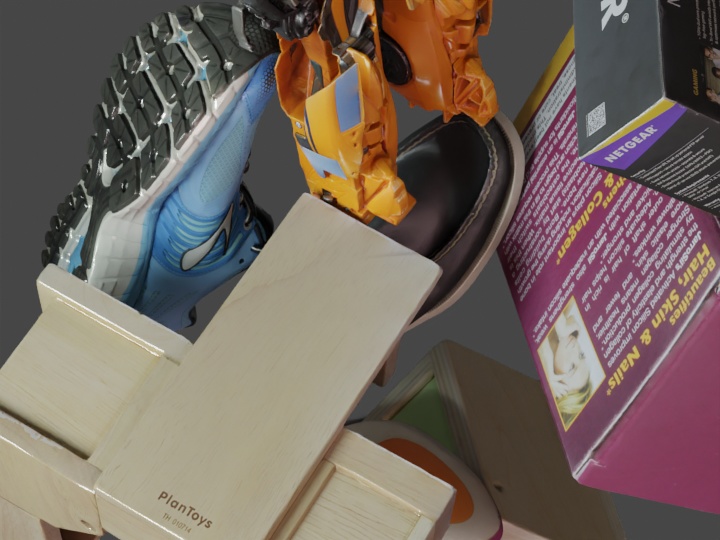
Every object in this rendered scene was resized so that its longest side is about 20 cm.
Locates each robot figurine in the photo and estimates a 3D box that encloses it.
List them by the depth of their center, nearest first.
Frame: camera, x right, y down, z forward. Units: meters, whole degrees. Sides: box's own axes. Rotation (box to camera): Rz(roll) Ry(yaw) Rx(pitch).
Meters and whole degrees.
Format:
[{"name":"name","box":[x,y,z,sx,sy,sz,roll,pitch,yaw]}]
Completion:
[{"name":"robot figurine","box":[0.010,-0.120,0.783,0.145,0.058,0.201,-49,151,-28]}]

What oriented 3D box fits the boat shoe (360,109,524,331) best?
[{"name":"boat shoe","box":[0.000,0.000,0.905,0.200,0.072,0.067,-44,162,25]}]

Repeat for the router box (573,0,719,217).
[{"name":"router box","box":[0.160,-0.113,0.765,0.157,0.201,0.052,20,146,-27]}]

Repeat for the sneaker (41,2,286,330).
[{"name":"sneaker","box":[-0.077,-0.042,0.871,0.089,0.079,0.200,4,139,-30]}]

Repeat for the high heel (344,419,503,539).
[{"name":"high heel","box":[-0.010,0.125,0.968,0.199,0.067,0.096,13,133,29]}]

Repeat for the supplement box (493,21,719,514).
[{"name":"supplement box","box":[0.141,-0.011,0.853,0.103,0.201,0.131,15,128,-24]}]

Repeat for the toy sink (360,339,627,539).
[{"name":"toy sink","box":[0.031,0.159,1.027,0.112,0.131,0.200,25,123,-31]}]

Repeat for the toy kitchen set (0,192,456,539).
[{"name":"toy kitchen set","box":[-0.048,0.080,0.863,0.199,0.164,0.181,28,154,13]}]
